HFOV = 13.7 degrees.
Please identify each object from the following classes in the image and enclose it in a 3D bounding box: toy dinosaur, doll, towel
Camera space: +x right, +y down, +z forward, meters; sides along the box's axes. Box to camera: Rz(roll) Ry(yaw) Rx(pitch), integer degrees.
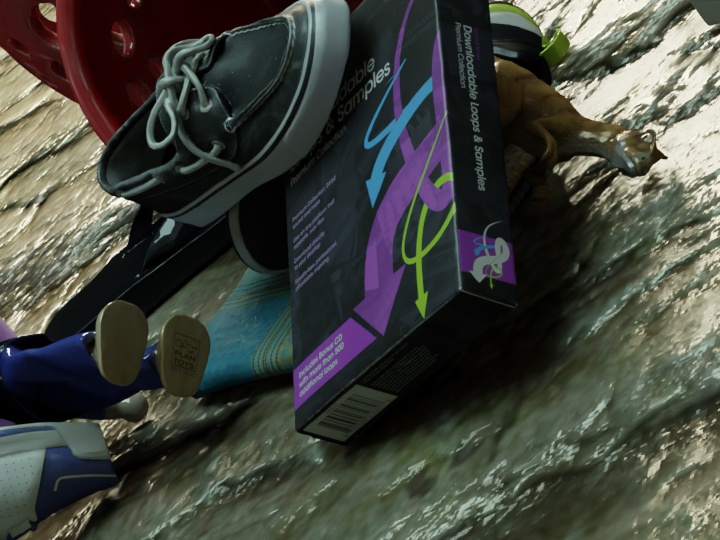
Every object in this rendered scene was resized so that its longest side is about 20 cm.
[{"bbox_3d":[0.062,-0.084,1.453,0.106,0.060,0.200,-43,62,-13],"label":"toy dinosaur"},{"bbox_3d":[-0.163,0.056,1.560,0.200,0.136,0.049,-12,70,47],"label":"doll"},{"bbox_3d":[0.000,0.000,1.530,0.200,0.022,0.147,-14,34,49],"label":"towel"}]

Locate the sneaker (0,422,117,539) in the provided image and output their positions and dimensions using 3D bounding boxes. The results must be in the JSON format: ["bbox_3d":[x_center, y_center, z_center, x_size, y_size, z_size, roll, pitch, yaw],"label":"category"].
[{"bbox_3d":[-0.220,0.148,1.542,0.199,0.115,0.081,-13,-3,-10],"label":"sneaker"}]

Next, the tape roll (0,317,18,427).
[{"bbox_3d":[-0.288,0.096,1.780,0.200,0.066,0.200,-35,21,16],"label":"tape roll"}]

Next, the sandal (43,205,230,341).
[{"bbox_3d":[-0.110,-0.025,1.737,0.200,0.043,0.076,-44,21,-7],"label":"sandal"}]

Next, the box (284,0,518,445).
[{"bbox_3d":[0.014,-0.039,1.400,0.143,0.036,0.200,-43,40,45],"label":"box"}]

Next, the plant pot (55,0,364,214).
[{"bbox_3d":[-0.042,-0.150,1.644,0.200,0.201,0.182,-29,7,29],"label":"plant pot"}]

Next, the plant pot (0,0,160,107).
[{"bbox_3d":[-0.132,-0.183,1.872,0.200,0.183,0.201,-35,22,16],"label":"plant pot"}]

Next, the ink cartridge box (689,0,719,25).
[{"bbox_3d":[0.174,-0.242,1.452,0.083,0.200,0.147,-9,38,49],"label":"ink cartridge box"}]

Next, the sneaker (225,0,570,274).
[{"bbox_3d":[0.016,-0.066,1.507,0.200,0.072,0.083,-39,24,5],"label":"sneaker"}]

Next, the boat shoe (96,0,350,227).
[{"bbox_3d":[-0.072,-0.082,1.473,0.199,0.068,0.074,-32,50,58],"label":"boat shoe"}]
